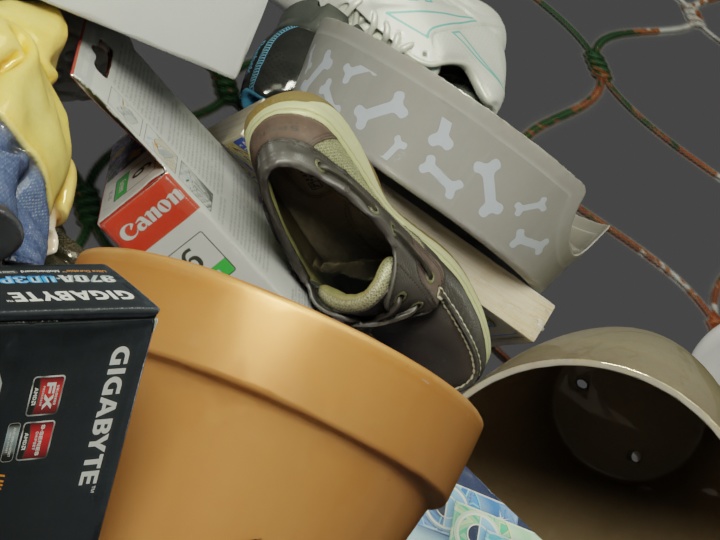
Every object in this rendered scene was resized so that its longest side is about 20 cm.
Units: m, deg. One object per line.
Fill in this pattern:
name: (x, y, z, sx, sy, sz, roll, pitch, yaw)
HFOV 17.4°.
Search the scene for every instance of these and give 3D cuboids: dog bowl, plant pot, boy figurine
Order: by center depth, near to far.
plant pot: (-0.062, 0.095, 1.052, 0.199, 0.200, 0.141, 28, 77, -21)
boy figurine: (-0.173, -0.068, 1.106, 0.201, 0.064, 0.125, -97, 165, -46)
plant pot: (0.135, 0.105, 1.279, 0.187, 0.187, 0.200, 43, 22, -1)
dog bowl: (0.043, -0.059, 1.304, 0.200, 0.059, 0.200, 34, -3, 2)

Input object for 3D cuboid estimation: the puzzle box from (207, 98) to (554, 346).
puzzle box: (0.004, -0.021, 1.314, 0.200, 0.133, 0.025, 35, 77, -11)

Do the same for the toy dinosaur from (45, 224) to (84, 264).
toy dinosaur: (-0.172, 0.011, 1.141, 0.199, 0.077, 0.102, 17, 29, -39)

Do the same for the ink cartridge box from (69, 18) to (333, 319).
ink cartridge box: (-0.094, -0.035, 1.225, 0.200, 0.050, 0.109, 47, 15, -19)

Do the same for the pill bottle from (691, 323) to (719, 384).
pill bottle: (0.302, 0.067, 1.515, 0.200, 0.116, 0.116, -16, 66, -51)

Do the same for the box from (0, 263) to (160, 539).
box: (-0.175, 0.095, 0.899, 0.158, 0.201, 0.046, -1, 27, -39)

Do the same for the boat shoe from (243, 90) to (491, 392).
boat shoe: (0.000, 0.000, 1.221, 0.200, 0.073, 0.065, 51, 29, -27)

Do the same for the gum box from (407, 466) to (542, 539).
gum box: (0.048, 0.217, 1.126, 0.170, 0.045, 0.200, 43, 53, -1)

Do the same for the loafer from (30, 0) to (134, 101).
loafer: (-0.211, -0.145, 1.269, 0.199, 0.070, 0.070, 18, 48, -33)

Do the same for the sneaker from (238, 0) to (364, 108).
sneaker: (0.013, -0.071, 1.430, 0.200, 0.073, 0.082, 39, 57, -4)

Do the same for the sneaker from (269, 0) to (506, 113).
sneaker: (0.018, -0.157, 1.509, 0.199, 0.070, 0.081, 22, 43, -29)

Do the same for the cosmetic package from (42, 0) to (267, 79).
cosmetic package: (-0.151, -0.167, 1.220, 0.199, 0.052, 0.151, 22, 7, -11)
